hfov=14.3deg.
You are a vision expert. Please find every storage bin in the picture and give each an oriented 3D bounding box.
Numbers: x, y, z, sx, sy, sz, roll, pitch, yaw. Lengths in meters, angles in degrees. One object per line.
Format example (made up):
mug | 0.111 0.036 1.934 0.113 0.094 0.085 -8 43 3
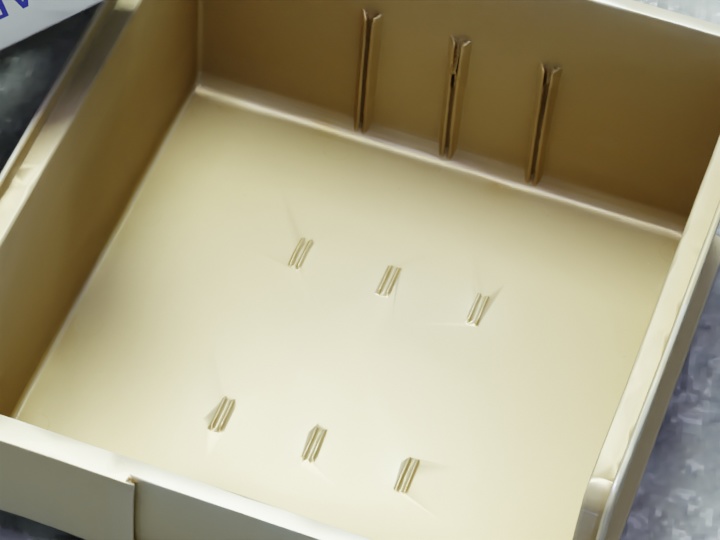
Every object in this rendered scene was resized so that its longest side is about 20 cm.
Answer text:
storage bin | 0.000 0.000 0.868 0.200 0.094 0.199 18 51 10

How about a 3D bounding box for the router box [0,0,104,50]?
router box | -0.177 -0.127 0.803 0.200 0.180 0.049 -26 19 -10

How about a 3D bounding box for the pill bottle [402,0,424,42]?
pill bottle | 0.040 -0.164 0.995 0.111 0.111 0.200 28 54 18
